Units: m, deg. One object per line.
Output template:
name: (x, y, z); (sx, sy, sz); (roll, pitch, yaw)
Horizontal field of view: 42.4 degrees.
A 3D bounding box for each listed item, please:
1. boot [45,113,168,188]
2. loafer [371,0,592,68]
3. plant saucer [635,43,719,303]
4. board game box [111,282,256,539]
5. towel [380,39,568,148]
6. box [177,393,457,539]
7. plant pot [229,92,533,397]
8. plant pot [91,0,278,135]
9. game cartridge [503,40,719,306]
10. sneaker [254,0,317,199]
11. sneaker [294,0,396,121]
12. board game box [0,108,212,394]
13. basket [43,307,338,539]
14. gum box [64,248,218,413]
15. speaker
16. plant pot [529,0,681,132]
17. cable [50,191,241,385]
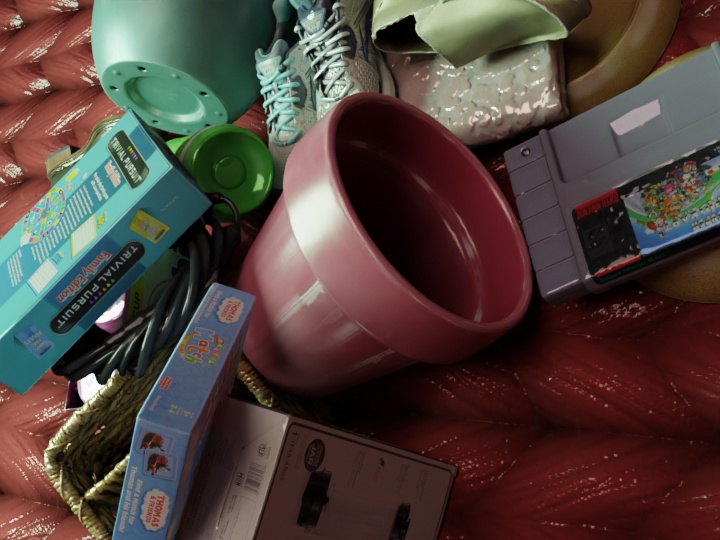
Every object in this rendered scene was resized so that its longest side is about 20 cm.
boot: (-0.272, -0.103, 1.021); (0.199, 0.074, 0.098); (-20, 72, 38)
loafer: (0.085, -0.191, 0.710); (0.199, 0.075, 0.069); (15, 82, 47)
plant saucer: (0.245, -0.079, 0.637); (0.199, 0.035, 0.202); (-15, 63, 32)
board game box: (-0.121, 0.130, 0.602); (0.152, 0.036, 0.201); (-74, 1, -61)
towel: (0.073, -0.183, 0.779); (0.199, 0.032, 0.192); (-13, 64, 33)
box: (-0.022, 0.165, 0.627); (0.060, 0.200, 0.117); (9, 78, 40)
plant pot: (0.000, 0.000, 0.700); (0.179, 0.199, 0.201); (-40, 51, 36)
plant pot: (-0.165, -0.229, 0.890); (0.200, 0.200, 0.162); (-2, 65, 36)
game cartridge: (0.199, -0.067, 0.623); (0.199, 0.038, 0.130); (-26, 54, 27)
sneaker: (-0.065, -0.159, 0.835); (0.077, 0.086, 0.201); (-8, 67, 34)
sneaker: (-0.021, -0.185, 0.777); (0.077, 0.085, 0.201); (-15, 63, 34)
board game box: (-0.220, -0.021, 0.728); (0.200, 0.047, 0.151); (-45, 35, 0)
basket: (-0.132, 0.155, 0.747); (0.200, 0.149, 0.143); (-42, 52, 14)
gum box: (-0.197, 0.041, 0.866); (0.066, 0.113, 0.201); (-14, 63, 32)
speaker: (-0.143, -0.086, 0.852); (0.200, 0.088, 0.089); (7, 74, 67)
plant pot: (0.160, -0.210, 0.763); (0.199, 0.027, 0.201); (-14, 64, 31)
cable: (-0.182, 0.021, 0.734); (0.199, 0.051, 0.164); (-15, 47, 33)
